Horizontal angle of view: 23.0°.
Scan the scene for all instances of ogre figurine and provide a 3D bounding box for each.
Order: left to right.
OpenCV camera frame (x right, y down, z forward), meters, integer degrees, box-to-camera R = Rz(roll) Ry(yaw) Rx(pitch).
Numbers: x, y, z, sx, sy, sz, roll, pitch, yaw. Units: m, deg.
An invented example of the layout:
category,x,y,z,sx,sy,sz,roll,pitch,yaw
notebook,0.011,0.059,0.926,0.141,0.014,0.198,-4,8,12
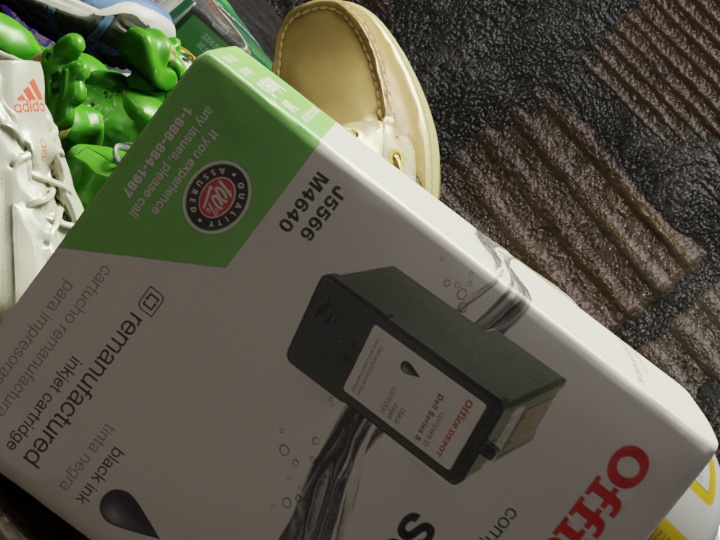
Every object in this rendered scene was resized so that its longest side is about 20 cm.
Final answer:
category,x,y,z,sx,sy,sz,roll,pitch,yaw
ogre figurine,-0.133,-0.072,0.807,0.200,0.098,0.120,13,-4,38

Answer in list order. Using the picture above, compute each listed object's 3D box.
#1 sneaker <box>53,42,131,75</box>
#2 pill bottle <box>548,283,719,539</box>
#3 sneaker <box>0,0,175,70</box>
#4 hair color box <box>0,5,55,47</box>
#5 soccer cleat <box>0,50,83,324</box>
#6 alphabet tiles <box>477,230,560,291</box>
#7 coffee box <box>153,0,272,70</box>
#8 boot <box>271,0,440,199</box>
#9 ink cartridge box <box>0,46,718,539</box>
category,x,y,z,sx,sy,sz,roll,pitch,yaw
sneaker,-0.092,-0.052,1.012,0.200,0.070,0.109,35,9,-35
pill bottle,0.110,0.100,0.874,0.200,0.112,0.112,44,8,-36
sneaker,-0.171,-0.174,0.962,0.200,0.077,0.076,33,-7,29
hair color box,-0.173,-0.157,1.125,0.109,0.065,0.200,41,12,-45
soccer cleat,-0.133,-0.034,0.649,0.200,0.078,0.069,49,7,4
alphabet tiles,0.000,0.000,0.893,0.200,0.006,0.166,33,-32,-21
coffee box,-0.122,-0.177,1.108,0.123,0.044,0.200,41,11,-48
boot,-0.032,-0.034,0.708,0.155,0.073,0.201,22,61,-59
ink cartridge box,-0.008,0.045,0.572,0.200,0.146,0.084,37,7,-2
